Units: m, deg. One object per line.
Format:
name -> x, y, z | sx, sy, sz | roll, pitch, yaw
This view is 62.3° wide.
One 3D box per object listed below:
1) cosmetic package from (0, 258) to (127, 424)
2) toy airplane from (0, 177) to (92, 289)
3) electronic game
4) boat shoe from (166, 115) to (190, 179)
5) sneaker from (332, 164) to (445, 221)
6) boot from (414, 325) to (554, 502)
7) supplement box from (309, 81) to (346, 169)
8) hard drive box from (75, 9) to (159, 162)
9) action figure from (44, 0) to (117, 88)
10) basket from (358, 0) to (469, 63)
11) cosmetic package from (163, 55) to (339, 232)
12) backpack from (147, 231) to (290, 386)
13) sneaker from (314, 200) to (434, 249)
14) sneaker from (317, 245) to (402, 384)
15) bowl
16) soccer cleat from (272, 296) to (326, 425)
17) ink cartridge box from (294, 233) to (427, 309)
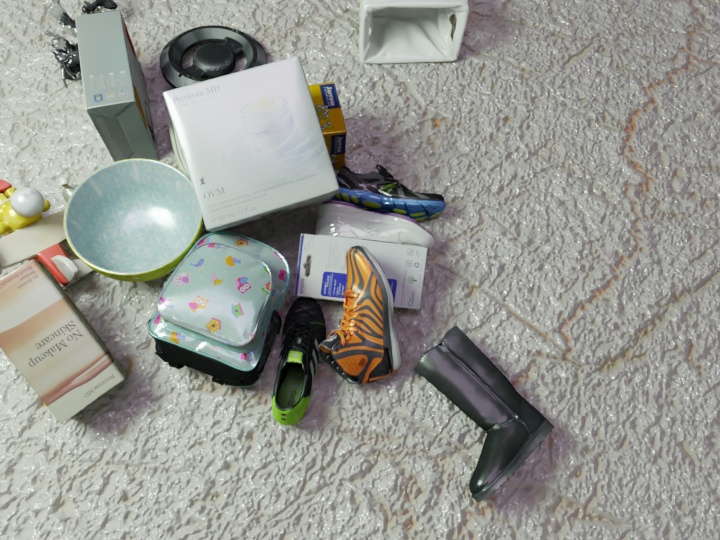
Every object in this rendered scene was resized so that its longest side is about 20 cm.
cosmetic package -> -0.422, 0.096, 0.816 | 0.103, 0.087, 0.201 | -38, 99, -18
toy airplane -> -0.493, -0.059, 0.896 | 0.198, 0.141, 0.201 | 8, 49, -21
electronic game -> -0.275, -0.393, 1.122 | 0.198, 0.042, 0.201 | 4, 57, -6
boat shoe -> -0.278, -0.196, 1.014 | 0.062, 0.075, 0.201 | -19, 62, -5
sneaker -> 0.048, -0.136, 1.006 | 0.198, 0.071, 0.083 | 12, 71, 5
boot -> 0.153, 0.200, 0.857 | 0.164, 0.066, 0.200 | -36, 75, -27
supplement box -> -0.131, -0.233, 1.019 | 0.198, 0.109, 0.110 | -10, 66, -8
hard drive box -> -0.411, -0.305, 1.010 | 0.076, 0.156, 0.201 | -14, 67, -10
action figure -> -0.522, -0.429, 1.086 | 0.102, 0.119, 0.201 | 28, 54, -27
basket -> 0.093, -0.492, 1.144 | 0.198, 0.136, 0.124 | -2, 61, -5
cosmetic package -> -0.157, -0.181, 0.884 | 0.198, 0.123, 0.202 | -18, 93, -8
backpack -> -0.194, 0.041, 0.865 | 0.174, 0.154, 0.201 | 19, 54, 1
sneaker -> 0.021, -0.049, 0.977 | 0.198, 0.075, 0.101 | 12, 87, 0
sneaker -> -0.011, 0.070, 0.858 | 0.111, 0.077, 0.202 | -17, 96, -25
bowl -> -0.339, -0.061, 0.924 | 0.198, 0.108, 0.202 | 3, 64, -5
soccer cleat -> -0.089, 0.123, 0.870 | 0.067, 0.081, 0.201 | 8, 62, 0
ink cartridge box -> 0.000, 0.000, 0.925 | 0.198, 0.039, 0.100 | 7, 97, -8
